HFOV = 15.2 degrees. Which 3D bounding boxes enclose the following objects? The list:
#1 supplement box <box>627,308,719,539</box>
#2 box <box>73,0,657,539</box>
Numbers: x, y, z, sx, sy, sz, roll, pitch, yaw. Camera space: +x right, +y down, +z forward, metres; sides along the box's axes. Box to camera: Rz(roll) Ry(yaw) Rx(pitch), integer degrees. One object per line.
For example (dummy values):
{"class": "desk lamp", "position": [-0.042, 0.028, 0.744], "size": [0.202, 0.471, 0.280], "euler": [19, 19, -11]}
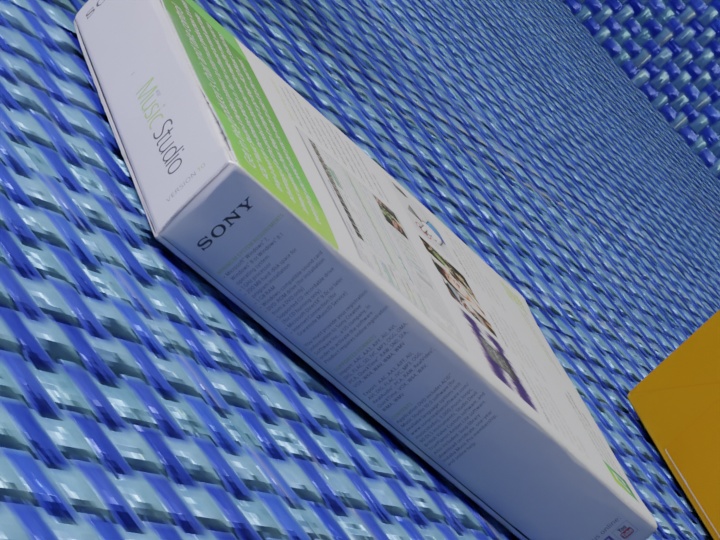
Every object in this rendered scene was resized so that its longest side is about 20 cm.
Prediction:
{"class": "supplement box", "position": [0.264, 0.077, 1.157], "size": [0.200, 0.197, 0.133], "euler": [40, 13, -32]}
{"class": "box", "position": [0.000, 0.000, 0.841], "size": [0.200, 0.036, 0.144], "euler": [42, 12, -32]}
